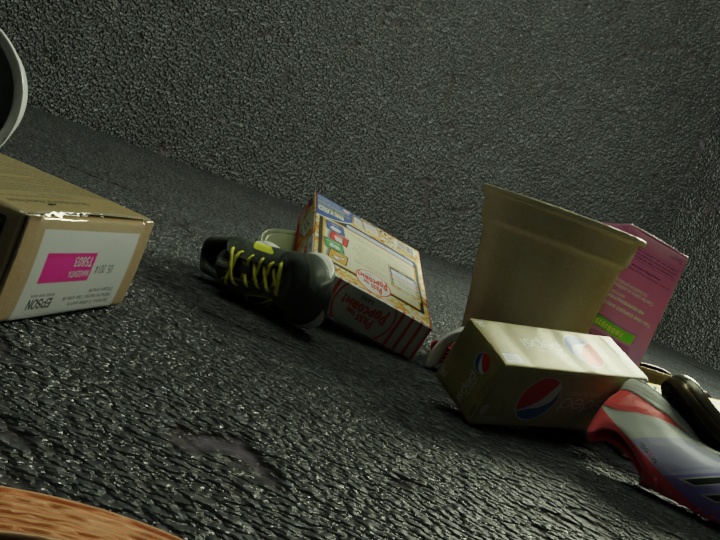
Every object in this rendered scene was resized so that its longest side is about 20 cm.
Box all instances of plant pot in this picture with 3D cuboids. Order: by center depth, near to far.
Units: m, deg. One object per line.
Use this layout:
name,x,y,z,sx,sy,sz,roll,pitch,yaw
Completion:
plant pot,0.204,0.020,1.182,0.198,0.186,0.200,20,5,-2

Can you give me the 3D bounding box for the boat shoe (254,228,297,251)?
boat shoe,-0.060,0.000,1.239,0.198,0.075,0.066,7,-29,-45

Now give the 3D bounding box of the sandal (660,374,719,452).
sandal,0.348,0.162,0.923,0.200,0.055,0.082,50,-10,-7

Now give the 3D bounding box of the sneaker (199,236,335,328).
sneaker,-0.097,0.009,1.009,0.084,0.076,0.199,11,1,-33

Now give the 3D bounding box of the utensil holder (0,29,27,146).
utensil holder,-0.450,-0.201,1.111,0.168,0.172,0.200,20,3,-18

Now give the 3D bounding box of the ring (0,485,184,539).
ring,-0.080,0.109,0.270,0.198,0.019,0.200,22,6,-2

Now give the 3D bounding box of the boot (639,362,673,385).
boot,0.407,0.176,1.303,0.198,0.076,0.074,21,3,-16

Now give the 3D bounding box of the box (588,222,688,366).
box,0.299,0.048,1.315,0.096,0.202,0.176,26,-3,-15

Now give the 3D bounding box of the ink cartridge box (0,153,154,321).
ink cartridge box,-0.257,-0.034,0.689,0.163,0.076,0.200,24,5,9

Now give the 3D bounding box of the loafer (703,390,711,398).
loafer,0.451,0.183,1.471,0.071,0.064,0.200,21,5,-10

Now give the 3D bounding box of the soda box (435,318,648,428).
soda box,0.169,0.098,0.934,0.198,0.068,0.064,10,30,-37

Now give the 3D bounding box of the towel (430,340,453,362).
towel,0.177,0.121,1.203,0.144,0.023,0.199,25,5,28

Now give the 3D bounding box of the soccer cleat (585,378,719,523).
soccer cleat,0.285,0.181,0.880,0.200,0.073,0.068,44,-14,32

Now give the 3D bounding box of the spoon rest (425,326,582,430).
spoon rest,0.168,0.108,1.054,0.198,0.061,0.099,21,14,15

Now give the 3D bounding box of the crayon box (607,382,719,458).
crayon box,0.349,0.170,1.101,0.197,0.059,0.173,14,7,-9

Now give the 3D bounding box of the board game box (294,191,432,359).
board game box,0.000,0.000,1.142,0.150,0.047,0.201,29,21,-13
